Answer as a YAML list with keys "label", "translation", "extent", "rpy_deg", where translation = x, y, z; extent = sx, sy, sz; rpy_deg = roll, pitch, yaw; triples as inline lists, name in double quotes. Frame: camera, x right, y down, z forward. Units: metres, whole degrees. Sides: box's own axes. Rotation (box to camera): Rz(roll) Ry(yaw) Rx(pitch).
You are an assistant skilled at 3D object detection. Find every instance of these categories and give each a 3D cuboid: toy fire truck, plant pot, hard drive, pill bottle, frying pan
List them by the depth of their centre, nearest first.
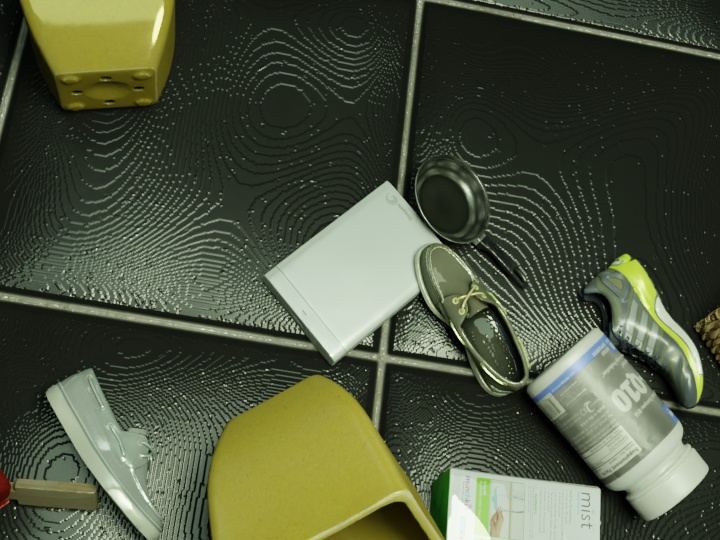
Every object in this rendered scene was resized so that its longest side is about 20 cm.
- label: "toy fire truck"
  translation: [-0.371, 0.228, 1.064]
  extent: [0.199, 0.176, 0.129]
  rpy_deg: [-33, 78, -34]
- label: "plant pot"
  translation: [-0.044, 0.230, 1.079]
  extent: [0.194, 0.195, 0.201]
  rpy_deg: [-29, 47, 1]
- label: "pill bottle"
  translation: [0.294, 0.176, 1.221]
  extent: [0.113, 0.114, 0.201]
  rpy_deg: [-37, 80, -20]
- label: "plant pot"
  translation: [-0.304, -0.303, 1.253]
  extent: [0.191, 0.196, 0.204]
  rpy_deg: [-6, 78, -12]
- label: "hard drive"
  translation: [0.000, 0.000, 1.280]
  extent: [0.199, 0.027, 0.132]
  rpy_deg: [-38, 81, -20]
- label: "frying pan"
  translation: [0.140, -0.067, 1.325]
  extent: [0.189, 0.031, 0.116]
  rpy_deg: [32, 57, -20]

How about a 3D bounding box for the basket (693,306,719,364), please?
- label: "basket"
  translation: [0.537, 0.065, 1.288]
  extent: [0.198, 0.143, 0.150]
  rpy_deg: [-28, 76, -18]

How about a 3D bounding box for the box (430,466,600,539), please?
- label: "box"
  translation: [0.163, 0.329, 1.152]
  extent: [0.173, 0.097, 0.203]
  rpy_deg: [8, 69, -8]

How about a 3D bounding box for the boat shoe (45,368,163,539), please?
- label: "boat shoe"
  translation: [-0.258, 0.191, 1.142]
  extent: [0.071, 0.070, 0.202]
  rpy_deg: [-34, 77, -16]

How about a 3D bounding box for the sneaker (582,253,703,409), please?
- label: "sneaker"
  translation: [0.339, 0.083, 1.293]
  extent: [0.080, 0.074, 0.202]
  rpy_deg: [-26, 69, -11]

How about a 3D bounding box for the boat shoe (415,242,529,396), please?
- label: "boat shoe"
  translation: [0.134, 0.052, 1.253]
  extent: [0.071, 0.060, 0.204]
  rpy_deg: [-30, 87, -18]
